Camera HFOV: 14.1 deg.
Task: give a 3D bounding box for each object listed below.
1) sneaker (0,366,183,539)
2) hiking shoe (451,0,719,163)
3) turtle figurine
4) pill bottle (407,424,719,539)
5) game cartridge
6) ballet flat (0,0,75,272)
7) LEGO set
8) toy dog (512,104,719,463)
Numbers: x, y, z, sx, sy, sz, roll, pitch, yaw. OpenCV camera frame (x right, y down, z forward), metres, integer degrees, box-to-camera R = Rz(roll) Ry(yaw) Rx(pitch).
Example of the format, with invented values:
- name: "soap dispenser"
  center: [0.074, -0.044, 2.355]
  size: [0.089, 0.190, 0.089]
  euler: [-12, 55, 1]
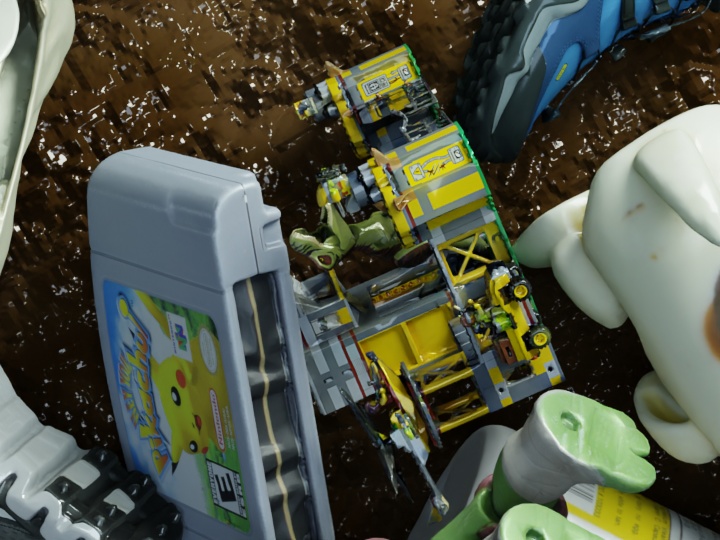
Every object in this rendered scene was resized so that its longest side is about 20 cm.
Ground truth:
- name: "sneaker"
  center: [-0.174, 0.083, 1.256]
  size: [0.200, 0.066, 0.091]
  euler: [39, 121, 8]
- name: "hiking shoe"
  center: [0.115, -0.124, 1.249]
  size: [0.087, 0.074, 0.200]
  euler: [32, 85, -10]
- name: "turtle figurine"
  center: [0.056, 0.153, 1.122]
  size: [0.200, 0.144, 0.194]
  euler: [54, 133, 17]
- name: "pill bottle"
  center: [0.118, 0.158, 1.265]
  size: [0.200, 0.113, 0.113]
  euler: [27, 93, -6]
- name: "game cartridge"
  center: [-0.065, 0.051, 1.228]
  size: [0.040, 0.133, 0.200]
  euler: [-16, 106, -24]
- name: "ballet flat"
  center: [-0.169, -0.050, 1.212]
  size: [0.069, 0.069, 0.200]
  euler: [16, 70, -6]
- name: "LEGO set"
  center: [0.000, 0.000, 1.213]
  size: [0.116, 0.200, 0.154]
  euler: [-24, 117, 0]
- name: "toy dog"
  center: [0.180, 0.029, 1.215]
  size: [0.139, 0.194, 0.200]
  euler: [-30, 83, -10]
